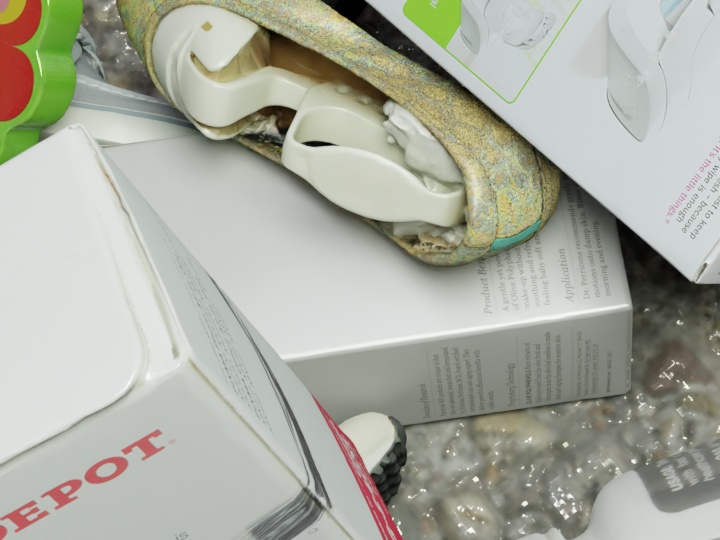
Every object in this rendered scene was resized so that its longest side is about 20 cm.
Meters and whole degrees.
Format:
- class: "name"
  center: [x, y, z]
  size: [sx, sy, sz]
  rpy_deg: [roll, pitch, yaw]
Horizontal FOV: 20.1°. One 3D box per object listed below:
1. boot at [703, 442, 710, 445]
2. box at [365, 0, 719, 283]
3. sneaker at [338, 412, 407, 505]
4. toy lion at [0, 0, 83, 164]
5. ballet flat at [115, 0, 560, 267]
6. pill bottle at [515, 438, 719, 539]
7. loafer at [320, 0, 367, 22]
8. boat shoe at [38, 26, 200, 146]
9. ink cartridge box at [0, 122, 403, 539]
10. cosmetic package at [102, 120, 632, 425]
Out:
- class: "boot"
  center: [0.191, 0.097, 0.728]
  size: [0.157, 0.080, 0.212]
  rpy_deg: [28, 71, 17]
- class: "box"
  center: [0.122, -0.128, 0.690]
  size: [0.176, 0.096, 0.201]
  rpy_deg: [41, 111, 21]
- class: "sneaker"
  center: [-0.077, 0.100, 0.760]
  size: [0.199, 0.070, 0.094]
  rpy_deg: [-38, 72, -8]
- class: "toy lion"
  center: [-0.206, -0.075, 0.800]
  size: [0.198, 0.069, 0.194]
  rpy_deg: [12, 98, 20]
- class: "ballet flat"
  center: [-0.022, -0.061, 0.736]
  size: [0.199, 0.071, 0.071]
  rpy_deg: [29, 71, 19]
- class: "pill bottle"
  center: [0.139, 0.104, 0.631]
  size: [0.198, 0.114, 0.115]
  rpy_deg: [-19, 64, 2]
- class: "loafer"
  center: [-0.024, -0.136, 0.790]
  size: [0.071, 0.200, 0.073]
  rpy_deg: [37, 70, 1]
- class: "boat shoe"
  center: [-0.147, -0.079, 0.851]
  size: [0.199, 0.070, 0.072]
  rpy_deg: [10, 72, 14]
- class: "ink cartridge box"
  center: [-0.081, 0.070, 0.544]
  size: [0.144, 0.200, 0.084]
  rpy_deg: [-29, 55, 4]
- class: "cosmetic package"
  center: [0.000, 0.000, 0.791]
  size: [0.198, 0.085, 0.109]
  rpy_deg: [-8, 63, 3]
